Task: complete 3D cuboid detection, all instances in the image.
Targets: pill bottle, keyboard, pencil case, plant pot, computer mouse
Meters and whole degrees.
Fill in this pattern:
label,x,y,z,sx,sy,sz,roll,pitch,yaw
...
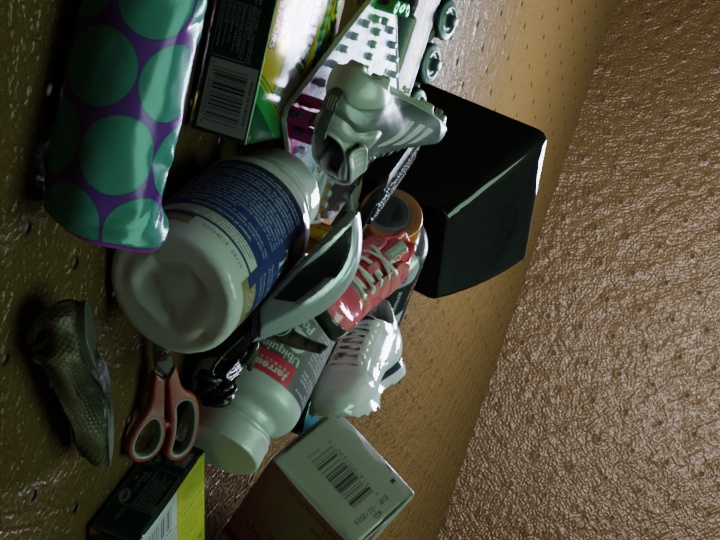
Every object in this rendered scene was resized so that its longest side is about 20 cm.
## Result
label,x,y,z,sx,sy,sz,roll,pitch,yaw
pill bottle,-0.108,-0.026,1.063,0.200,0.110,0.112,-50,153,-55
keyboard,0.022,-0.078,1.321,0.127,0.021,0.200,-55,180,29
pill bottle,-0.094,0.089,1.245,0.111,0.110,0.201,85,25,-55
pill bottle,0.017,-0.008,1.481,0.200,0.106,0.107,108,8,-56
pencil case,-0.150,-0.119,0.858,0.092,0.085,0.202,-4,111,-57
plant pot,0.087,-0.085,1.600,0.177,0.199,0.201,-40,147,-41
computer mouse,-0.058,0.034,1.062,0.200,0.044,0.110,-47,-178,-5

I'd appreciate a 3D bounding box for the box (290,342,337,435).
label,x,y,z,sx,sy,sz,roll,pitch,yaw
box,-0.066,0.065,1.381,0.049,0.082,0.202,-4,110,-73

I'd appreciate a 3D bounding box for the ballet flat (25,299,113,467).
label,x,y,z,sx,sy,sz,roll,pitch,yaw
ballet flat,-0.211,0.086,0.959,0.201,0.046,0.068,94,-12,-57

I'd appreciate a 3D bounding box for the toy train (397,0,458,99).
label,x,y,z,sx,sy,sz,roll,pitch,yaw
toy train,0.040,-0.245,1.442,0.114,0.085,0.201,20,89,-63

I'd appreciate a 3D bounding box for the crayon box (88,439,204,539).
label,x,y,z,sx,sy,sz,roll,pitch,yaw
crayon box,-0.193,0.268,1.199,0.127,0.050,0.201,-55,156,-50

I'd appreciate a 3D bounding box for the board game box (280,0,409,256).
label,x,y,z,sx,sy,sz,roll,pitch,yaw
board game box,-0.005,-0.139,1.216,0.200,0.026,0.201,-56,158,-31

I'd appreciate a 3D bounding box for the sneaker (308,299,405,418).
label,x,y,z,sx,sy,sz,roll,pitch,yaw
sneaker,-0.006,0.095,1.360,0.200,0.076,0.081,-47,139,-67

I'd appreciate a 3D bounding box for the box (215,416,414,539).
label,x,y,z,sx,sy,sz,roll,pitch,yaw
box,-0.054,0.267,1.401,0.109,0.128,0.200,-34,164,-42

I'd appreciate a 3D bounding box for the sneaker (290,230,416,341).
label,x,y,z,sx,sy,sz,roll,pitch,yaw
sneaker,0.000,0.000,1.187,0.087,0.074,0.200,-37,-178,18

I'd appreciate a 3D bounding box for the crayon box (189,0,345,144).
label,x,y,z,sx,sy,sz,roll,pitch,yaw
crayon box,-0.067,-0.216,1.104,0.172,0.058,0.201,-28,134,-69

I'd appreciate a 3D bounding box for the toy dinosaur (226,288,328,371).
label,x,y,z,sx,sy,sz,roll,pitch,yaw
toy dinosaur,-0.100,0.034,1.163,0.047,0.200,0.088,23,114,-42

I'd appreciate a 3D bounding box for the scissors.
label,x,y,z,sx,sy,sz,roll,pitch,yaw
scissors,-0.165,0.079,1.117,0.073,0.014,0.201,-9,118,-37

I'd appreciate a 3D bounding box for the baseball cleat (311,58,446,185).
label,x,y,z,sx,sy,sz,roll,pitch,yaw
baseball cleat,0.010,-0.123,1.154,0.200,0.069,0.107,18,100,-61

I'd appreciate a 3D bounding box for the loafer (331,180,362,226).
label,x,y,z,sx,sy,sz,roll,pitch,yaw
loafer,-0.032,-0.118,1.344,0.201,0.075,0.070,92,7,-52
